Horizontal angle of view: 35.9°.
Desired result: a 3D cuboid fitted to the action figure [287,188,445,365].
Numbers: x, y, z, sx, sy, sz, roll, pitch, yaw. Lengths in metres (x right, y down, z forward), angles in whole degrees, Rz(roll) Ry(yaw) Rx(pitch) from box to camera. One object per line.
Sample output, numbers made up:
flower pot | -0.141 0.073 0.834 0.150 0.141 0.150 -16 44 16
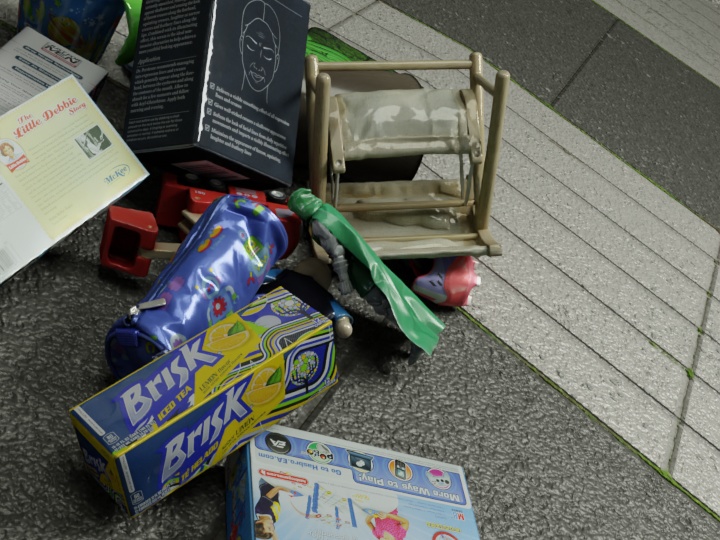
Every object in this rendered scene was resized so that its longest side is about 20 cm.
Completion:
action figure | 0.000 0.000 1.083 0.201 0.055 0.118 51 7 -2

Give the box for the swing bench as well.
swing bench | 0.044 -0.118 1.169 0.195 0.203 0.130 -2 20 -8

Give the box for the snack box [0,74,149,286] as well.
snack box | -0.287 -0.078 0.965 0.117 0.037 0.200 53 45 -8

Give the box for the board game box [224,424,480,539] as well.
board game box | -0.001 0.220 0.835 0.197 0.056 0.197 16 35 -20

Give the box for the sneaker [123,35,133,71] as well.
sneaker | -0.206 -0.263 1.249 0.079 0.117 0.199 12 16 -25

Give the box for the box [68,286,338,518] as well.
box | -0.113 0.094 0.838 0.199 0.065 0.070 -32 44 -30

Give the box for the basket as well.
basket | -0.045 -0.177 1.280 0.197 0.138 0.180 8 20 -23

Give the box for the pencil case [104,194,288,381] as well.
pencil case | -0.137 0.017 0.933 0.077 0.088 0.201 7 44 27

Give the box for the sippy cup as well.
sippy cup | -0.319 -0.299 1.231 0.138 0.131 0.179 7 38 -29

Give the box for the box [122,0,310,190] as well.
box | -0.142 -0.196 1.119 0.106 0.203 0.148 -1 -13 36

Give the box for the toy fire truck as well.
toy fire truck | -0.145 -0.039 1.061 0.197 0.049 0.142 11 27 -18

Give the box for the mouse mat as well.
mouse mat | -0.003 -0.273 1.559 0.198 0.008 0.161 28 32 0

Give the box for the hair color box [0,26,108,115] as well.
hair color box | -0.333 -0.159 1.091 0.099 0.061 0.201 29 33 -7

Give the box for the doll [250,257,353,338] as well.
doll | -0.074 0.038 1.036 0.135 0.049 0.200 26 32 7

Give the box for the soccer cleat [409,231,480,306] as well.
soccer cleat | 0.085 -0.037 1.252 0.075 0.067 0.201 13 38 -16
